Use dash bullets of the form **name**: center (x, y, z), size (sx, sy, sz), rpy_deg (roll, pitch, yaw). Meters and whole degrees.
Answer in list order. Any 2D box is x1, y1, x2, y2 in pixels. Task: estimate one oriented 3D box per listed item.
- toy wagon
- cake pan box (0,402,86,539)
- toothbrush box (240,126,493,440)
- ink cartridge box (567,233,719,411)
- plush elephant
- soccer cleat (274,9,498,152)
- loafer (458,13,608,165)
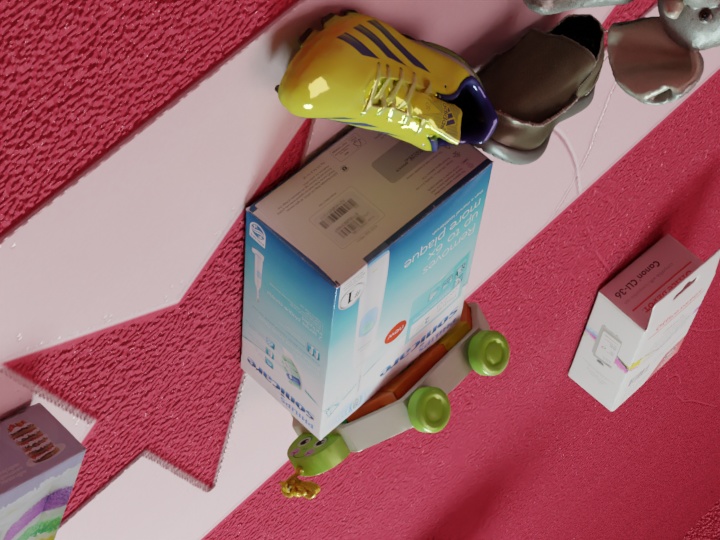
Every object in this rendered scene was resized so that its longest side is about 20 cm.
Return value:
- **toy wagon**: center (0.011, 0.091, 1.404), size (0.200, 0.040, 0.155), rpy_deg (-41, -158, -32)
- **cake pan box**: center (-0.266, 0.186, 1.131), size (0.200, 0.052, 0.184), rpy_deg (-26, 147, -47)
- **toothbrush box**: center (0.000, 0.000, 1.293), size (0.146, 0.085, 0.200), rpy_deg (-38, 158, -26)
- **ink cartridge box**: center (0.292, 0.043, 1.981), size (0.116, 0.067, 0.200), rpy_deg (-38, 158, -29)
- **plush elephant**: center (0.196, -0.201, 1.235), size (0.165, 0.155, 0.200), rpy_deg (-51, 159, 6)
- **soccer cleat**: center (0.022, -0.107, 1.151), size (0.065, 0.084, 0.200), rpy_deg (-56, 158, 18)
- **loafer**: center (0.115, -0.132, 1.313), size (0.200, 0.075, 0.070), rpy_deg (-44, 158, -58)
